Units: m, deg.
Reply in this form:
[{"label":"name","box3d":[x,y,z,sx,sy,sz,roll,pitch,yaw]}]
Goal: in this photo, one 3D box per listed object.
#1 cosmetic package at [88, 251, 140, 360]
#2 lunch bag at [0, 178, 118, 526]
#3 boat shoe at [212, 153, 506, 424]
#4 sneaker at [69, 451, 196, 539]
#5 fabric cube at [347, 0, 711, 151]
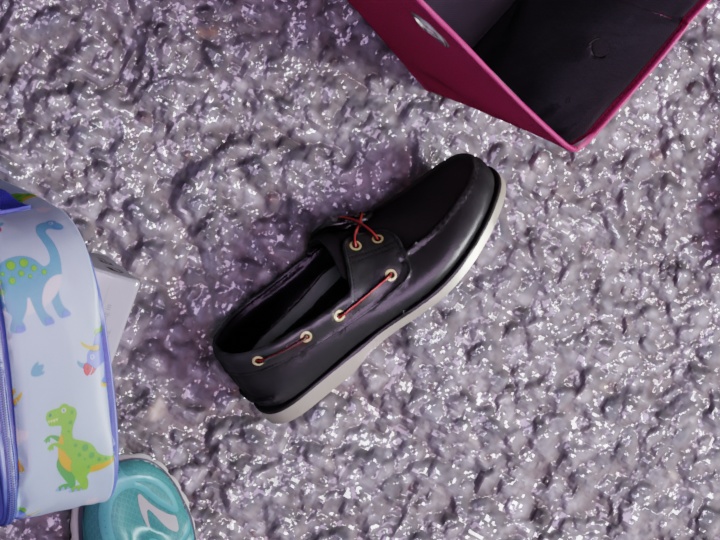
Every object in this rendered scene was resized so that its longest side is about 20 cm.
[{"label":"cosmetic package","box3d":[-0.234,0.017,1.593,0.199,0.074,0.102,19,94,-24]},{"label":"lunch bag","box3d":[-0.195,0.032,1.463,0.082,0.200,0.162,-11,107,-26]},{"label":"boat shoe","box3d":[0.001,0.001,1.686,0.201,0.074,0.063,-42,123,-4]},{"label":"sneaker","box3d":[-0.117,0.202,1.682,0.077,0.080,0.201,-16,108,-18]},{"label":"fabric cube","box3d":[0.080,-0.214,1.598,0.200,0.199,0.196,-48,116,-6]}]
